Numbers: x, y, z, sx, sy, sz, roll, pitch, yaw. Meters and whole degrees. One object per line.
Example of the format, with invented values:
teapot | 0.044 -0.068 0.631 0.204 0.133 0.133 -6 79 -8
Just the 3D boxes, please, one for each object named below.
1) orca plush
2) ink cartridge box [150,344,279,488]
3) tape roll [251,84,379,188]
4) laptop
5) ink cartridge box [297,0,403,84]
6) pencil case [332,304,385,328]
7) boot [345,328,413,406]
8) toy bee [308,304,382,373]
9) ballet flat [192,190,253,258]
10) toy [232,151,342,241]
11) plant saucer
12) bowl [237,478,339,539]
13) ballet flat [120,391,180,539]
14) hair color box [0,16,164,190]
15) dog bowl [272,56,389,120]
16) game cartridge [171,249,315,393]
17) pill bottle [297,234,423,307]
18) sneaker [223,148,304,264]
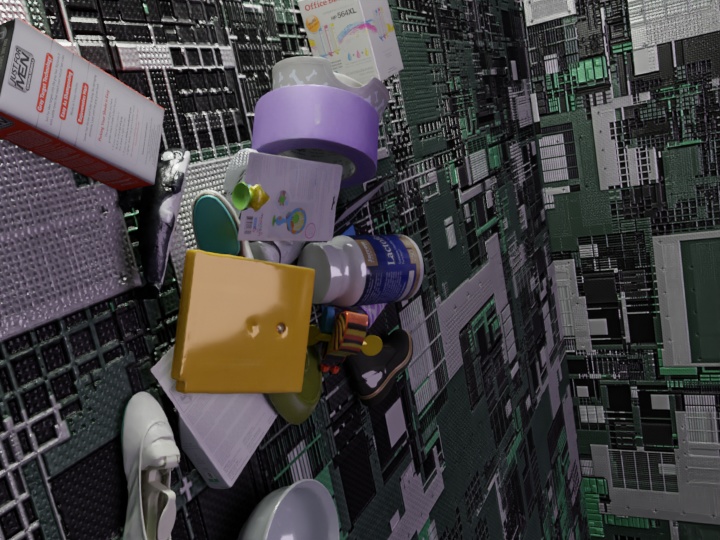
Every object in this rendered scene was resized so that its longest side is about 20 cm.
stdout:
orca plush | -0.265 -0.066 0.811 0.105 0.070 0.204 159 -59 -74
ink cartridge box | -0.199 0.166 0.895 0.202 0.050 0.161 62 36 -21
tape roll | -0.070 -0.201 1.016 0.199 0.197 0.087 23 66 -58
laptop | -0.007 -0.043 1.199 0.116 0.200 0.187 45 35 0
ink cartridge box | -0.020 -0.451 1.220 0.125 0.127 0.203 -47 125 -53
pencil case | 0.023 0.023 1.220 0.201 0.084 0.085 -53 135 -42
boot | 0.035 0.146 1.288 0.140 0.076 0.201 64 34 -24
toy bee | -0.029 0.115 1.052 0.200 0.129 0.111 27 72 -83
ballet flat | -0.180 -0.021 0.921 0.069 0.069 0.203 -47 123 -53
toy | -0.107 -0.103 0.934 0.199 0.047 0.117 -5 107 -57
plant saucer | -0.103 0.136 1.020 0.200 0.031 0.203 -16 91 -74
bowl | -0.118 0.406 0.949 0.200 0.089 0.205 15 73 -60
ballet flat | -0.242 0.247 0.773 0.069 0.068 0.204 14 74 -59
hair color box | -0.312 -0.171 0.714 0.199 0.060 0.103 29 61 -58
dog bowl | -0.053 -0.275 1.069 0.199 0.197 0.060 22 78 -58
game cartridge | -0.152 0.073 0.872 0.198 0.032 0.180 10 85 -43
pill bottle | 0.000 0.000 1.075 0.198 0.115 0.118 -4 89 -41
sneaker | -0.142 -0.088 1.000 0.115 0.074 0.203 -31 117 -59
